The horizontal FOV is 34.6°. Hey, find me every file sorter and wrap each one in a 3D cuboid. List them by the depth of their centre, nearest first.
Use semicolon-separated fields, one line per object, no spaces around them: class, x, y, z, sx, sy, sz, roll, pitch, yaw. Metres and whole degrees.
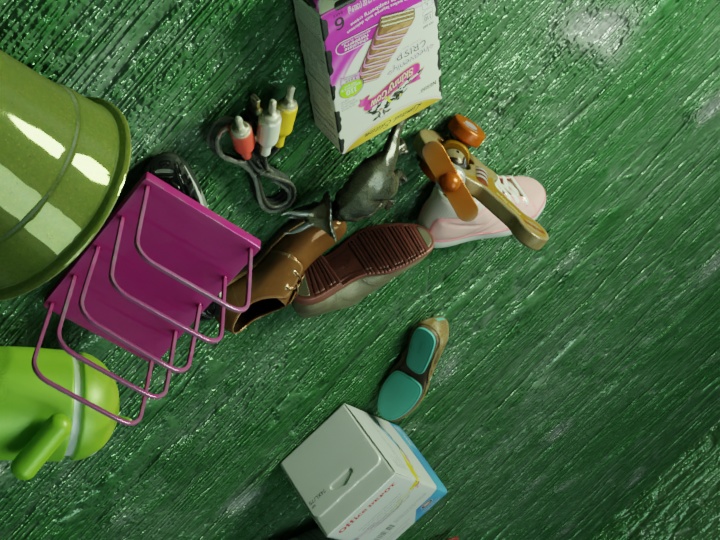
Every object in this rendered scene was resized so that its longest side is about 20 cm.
file sorter;-0.214;0.037;1.148;0.139;0.126;0.200;32;120;-24

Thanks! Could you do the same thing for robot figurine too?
robot figurine;-0.343;0.138;1.200;0.199;0.175;0.116;5;104;-23

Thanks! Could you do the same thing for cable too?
cable;-0.106;-0.111;1.221;0.097;0.050;0.200;-30;147;-19

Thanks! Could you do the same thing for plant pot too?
plant pot;-0.318;-0.109;0.906;0.200;0.200;0.190;-42;135;4

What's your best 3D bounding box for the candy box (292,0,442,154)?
candy box;0.011;-0.230;1.183;0.136;0.061;0.200;-31;148;-14

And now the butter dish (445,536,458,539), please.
butter dish;0.132;0.670;2.365;0.199;0.148;0.200;-14;142;-35

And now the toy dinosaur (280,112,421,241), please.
toy dinosaur;0.011;-0.095;1.301;0.200;0.077;0.102;-35;-174;35

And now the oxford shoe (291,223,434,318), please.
oxford shoe;0.000;0.000;1.463;0.199;0.071;0.075;-20;149;-10

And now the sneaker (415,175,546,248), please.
sneaker;0.169;-0.098;1.497;0.199;0.076;0.105;-17;148;-25

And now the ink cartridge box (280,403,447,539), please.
ink cartridge box;0.007;0.323;1.796;0.147;0.146;0.200;-43;149;8

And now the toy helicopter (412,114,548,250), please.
toy helicopter;0.138;-0.096;1.350;0.079;0.200;0.132;-52;163;22

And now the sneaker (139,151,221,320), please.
sneaker;-0.187;-0.042;1.218;0.073;0.080;0.201;-2;130;7

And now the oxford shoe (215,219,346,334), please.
oxford shoe;-0.088;0.004;1.369;0.200;0.071;0.071;-39;147;-3

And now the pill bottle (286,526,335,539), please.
pill bottle;-0.103;0.508;1.947;0.199;0.116;0.116;-16;142;-32

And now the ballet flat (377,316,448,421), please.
ballet flat;0.087;0.144;1.747;0.072;0.068;0.201;-33;150;-49
